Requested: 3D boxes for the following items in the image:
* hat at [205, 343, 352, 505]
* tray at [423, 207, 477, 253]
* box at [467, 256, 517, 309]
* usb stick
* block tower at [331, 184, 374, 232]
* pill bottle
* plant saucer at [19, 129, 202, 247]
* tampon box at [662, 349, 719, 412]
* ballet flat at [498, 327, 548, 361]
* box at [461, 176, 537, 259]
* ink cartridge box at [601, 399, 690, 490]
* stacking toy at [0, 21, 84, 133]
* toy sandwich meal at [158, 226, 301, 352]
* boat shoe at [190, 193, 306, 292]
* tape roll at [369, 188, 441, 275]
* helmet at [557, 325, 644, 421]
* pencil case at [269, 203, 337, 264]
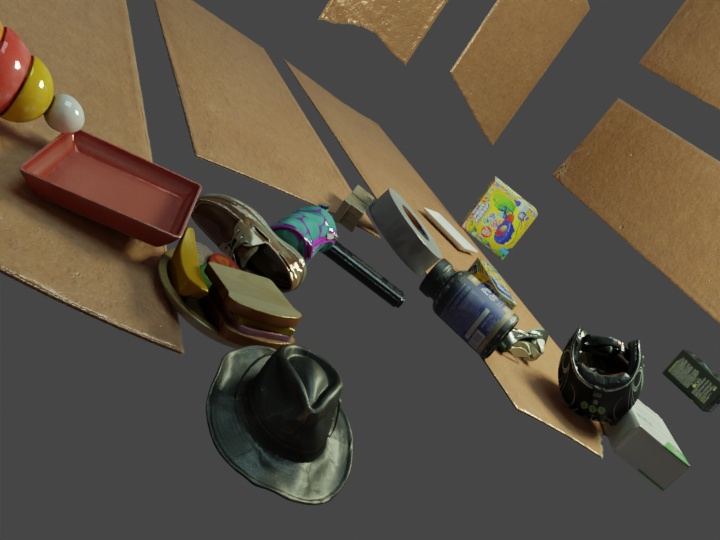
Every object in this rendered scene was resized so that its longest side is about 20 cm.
[{"bbox_3d":[-0.064,0.137,0.719,0.198,0.081,0.203,32,27,-19],"label":"hat"},{"bbox_3d":[0.277,-0.120,2.133,0.106,0.022,0.201,11,33,-54],"label":"tray"},{"bbox_3d":[0.334,0.048,1.769,0.069,0.065,0.201,31,19,-20],"label":"box"},{"bbox_3d":[0.000,0.000,1.288,0.198,0.033,0.056,37,11,-5],"label":"usb stick"},{"bbox_3d":[-0.014,-0.144,1.573,0.057,0.055,0.200,36,18,-2],"label":"block tower"},{"bbox_3d":[0.218,0.074,1.402,0.200,0.113,0.111,43,19,15],"label":"pill bottle"},{"bbox_3d":[-0.316,-0.106,0.889,0.195,0.037,0.201,24,22,-15],"label":"plant saucer"},{"bbox_3d":[1.290,0.422,2.616,0.148,0.127,0.201,17,26,-48],"label":"tampon box"},{"bbox_3d":[0.374,0.172,1.559,0.196,0.068,0.069,8,42,-39],"label":"ballet flat"},{"bbox_3d":[0.489,-0.186,2.415,0.191,0.202,0.122,36,18,1],"label":"box"},{"bbox_3d":[0.622,0.366,1.520,0.144,0.088,0.201,37,19,-5],"label":"ink cartridge box"},{"bbox_3d":[-0.440,-0.234,0.855,0.199,0.146,0.147,34,15,-42],"label":"stacking toy"},{"bbox_3d":[-0.161,0.022,0.856,0.203,0.071,0.206,34,18,-13],"label":"toy sandwich meal"},{"bbox_3d":[-0.164,-0.039,0.998,0.197,0.076,0.072,34,20,-7],"label":"boat shoe"},{"bbox_3d":[0.104,-0.090,1.577,0.201,0.066,0.201,50,14,-16],"label":"tape roll"},{"bbox_3d":[0.522,0.227,1.490,0.201,0.198,0.192,48,-12,32],"label":"helmet"},{"bbox_3d":[-0.097,-0.054,1.139,0.090,0.088,0.200,10,16,9],"label":"pencil case"}]
